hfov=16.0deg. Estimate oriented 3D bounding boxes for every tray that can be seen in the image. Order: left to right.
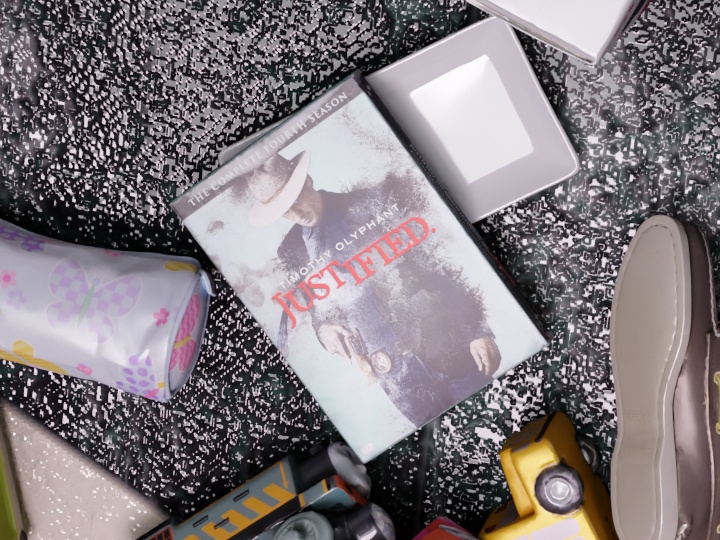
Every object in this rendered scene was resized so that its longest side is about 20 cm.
[{"bbox_3d":[0.023,-0.067,1.530,0.200,0.022,0.107,-25,96,18],"label":"tray"}]

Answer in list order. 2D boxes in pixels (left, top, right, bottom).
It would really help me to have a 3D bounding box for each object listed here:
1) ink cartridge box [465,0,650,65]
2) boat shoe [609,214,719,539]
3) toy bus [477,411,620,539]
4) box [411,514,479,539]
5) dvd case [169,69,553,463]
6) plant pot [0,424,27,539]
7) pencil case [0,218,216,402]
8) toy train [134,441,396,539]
[{"bbox_3d":[0.138,-0.203,1.373,0.083,0.200,0.146,29,109,5],"label":"ink cartridge box"},{"bbox_3d":[0.189,0.067,1.506,0.059,0.072,0.200,0,93,-28],"label":"boat shoe"},{"bbox_3d":[0.134,0.191,1.549,0.078,0.065,0.200,-24,98,20],"label":"toy bus"},{"bbox_3d":[0.031,0.261,1.538,0.095,0.100,0.200,33,127,17],"label":"box"},{"bbox_3d":[0.000,0.000,1.531,0.146,0.022,0.200,-33,96,19],"label":"dvd case"},{"bbox_3d":[-0.319,0.142,1.579,0.181,0.200,0.199,-8,102,9],"label":"plant pot"},{"bbox_3d":[-0.192,0.016,1.572,0.200,0.083,0.091,16,70,10],"label":"pencil case"},{"bbox_3d":[-0.070,0.184,1.573,0.200,0.114,0.085,-34,134,15],"label":"toy train"}]
